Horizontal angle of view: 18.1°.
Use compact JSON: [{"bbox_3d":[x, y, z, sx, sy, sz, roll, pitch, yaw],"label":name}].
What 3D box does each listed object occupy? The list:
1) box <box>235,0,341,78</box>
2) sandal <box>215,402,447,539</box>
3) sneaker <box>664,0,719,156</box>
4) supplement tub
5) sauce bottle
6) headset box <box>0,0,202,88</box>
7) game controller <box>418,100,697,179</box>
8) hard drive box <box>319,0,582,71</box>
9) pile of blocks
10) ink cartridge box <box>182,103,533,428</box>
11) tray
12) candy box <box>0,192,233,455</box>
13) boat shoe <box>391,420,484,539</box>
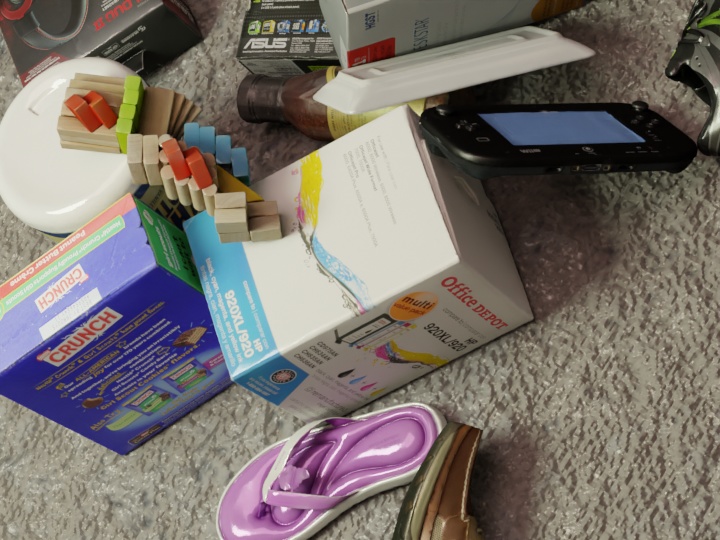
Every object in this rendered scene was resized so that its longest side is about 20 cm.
[{"bbox_3d":[0.007,-0.255,1.866,0.200,0.048,0.193,2,70,27],"label":"box"},{"bbox_3d":[-0.030,0.149,1.724,0.202,0.050,0.083,-28,60,13],"label":"sandal"},{"bbox_3d":[0.264,-0.176,1.688,0.083,0.071,0.200,-13,68,16],"label":"sneaker"},{"bbox_3d":[-0.185,-0.068,1.799,0.144,0.200,0.145,-9,66,22],"label":"supplement tub"},{"bbox_3d":[-0.007,-0.132,1.813,0.200,0.066,0.066,7,74,27],"label":"sauce bottle"},{"bbox_3d":[-0.237,-0.235,1.965,0.149,0.075,0.200,-32,60,13],"label":"headset box"},{"bbox_3d":[0.145,-0.097,1.651,0.104,0.200,0.042,-145,55,-61],"label":"game controller"},{"bbox_3d":[0.071,-0.230,1.717,0.200,0.156,0.077,-19,76,-4],"label":"hard drive box"},{"bbox_3d":[-0.136,-0.094,1.653,0.200,0.062,0.082,31,75,10],"label":"pile of blocks"},{"bbox_3d":[0.000,0.000,1.710,0.200,0.147,0.145,-28,61,16],"label":"ink cartridge box"},{"bbox_3d":[0.069,-0.156,1.718,0.200,0.022,0.107,-15,15,-13],"label":"tray"},{"bbox_3d":[-0.183,0.047,1.754,0.169,0.200,0.077,-33,59,12],"label":"candy box"},{"bbox_3d":[0.058,0.212,1.650,0.074,0.076,0.200,19,82,-2],"label":"boat shoe"}]
